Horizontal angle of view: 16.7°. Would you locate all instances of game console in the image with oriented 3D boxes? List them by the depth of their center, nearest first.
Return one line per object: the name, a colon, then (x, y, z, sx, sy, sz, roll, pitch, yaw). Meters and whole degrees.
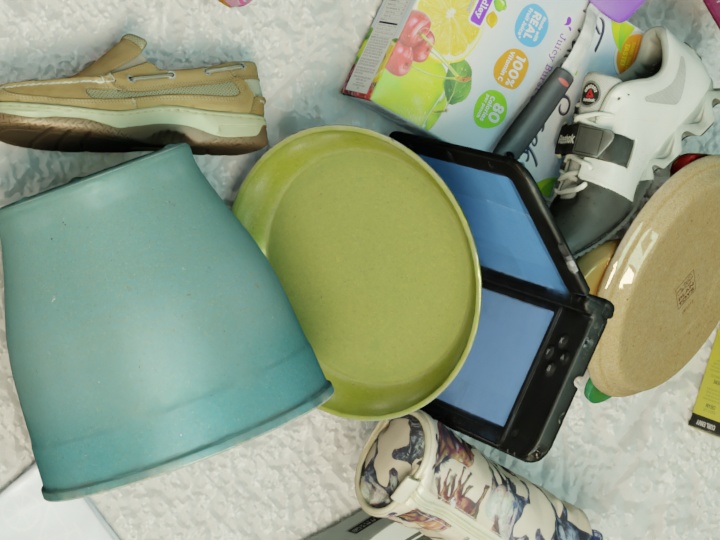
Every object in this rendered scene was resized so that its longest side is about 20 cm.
game console: (0.069, 0.015, 1.662, 0.116, 0.200, 0.176, 25, 88, -26)

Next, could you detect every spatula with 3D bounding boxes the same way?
spatula: (0.149, -0.152, 1.713, 0.057, 0.021, 0.200, 38, 81, -31)

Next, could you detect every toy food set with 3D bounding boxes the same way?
toy food set: (0.217, 0.006, 1.776, 0.200, 0.049, 0.198, -56, 149, -9)

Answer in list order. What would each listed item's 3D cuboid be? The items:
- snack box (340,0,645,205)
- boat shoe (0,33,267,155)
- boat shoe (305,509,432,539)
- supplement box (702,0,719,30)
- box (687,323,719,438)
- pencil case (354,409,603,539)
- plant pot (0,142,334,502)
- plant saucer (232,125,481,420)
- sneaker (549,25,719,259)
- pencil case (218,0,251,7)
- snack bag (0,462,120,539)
snack box: (0.104, -0.143, 1.734, 0.200, 0.053, 0.142, 27, 87, -28)
boat shoe: (-0.156, -0.118, 1.611, 0.200, 0.072, 0.076, 1, 84, -34)
boat shoe: (0.001, 0.214, 1.735, 0.200, 0.071, 0.064, -28, 109, -21)
supplement box: (0.276, -0.250, 1.696, 0.131, 0.103, 0.200, -30, 156, 9)
box: (0.319, 0.037, 1.872, 0.075, 0.050, 0.200, 18, 90, -27)
pencil case: (0.081, 0.167, 1.694, 0.200, 0.089, 0.078, 34, 99, -37)
plant pot: (-0.142, 0.025, 1.575, 0.200, 0.200, 0.188, -22, 94, -22)
plant saucer: (0.000, 0.000, 1.640, 0.031, 0.200, 0.200, -20, 110, -56)
sneaker: (0.167, -0.089, 1.710, 0.200, 0.074, 0.089, -49, 116, -22)
pencil case: (-0.146, -0.241, 1.578, 0.200, 0.087, 0.087, 23, 88, -28)
snack bag: (-0.227, 0.250, 1.657, 0.200, 0.021, 0.189, -39, 113, -15)
